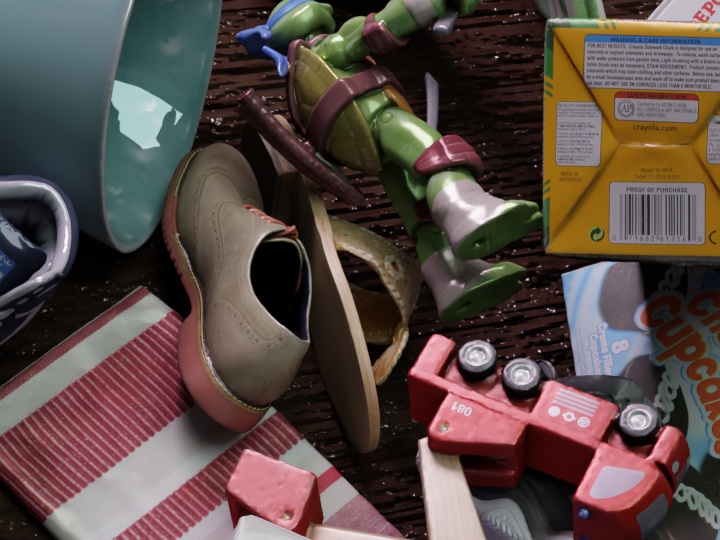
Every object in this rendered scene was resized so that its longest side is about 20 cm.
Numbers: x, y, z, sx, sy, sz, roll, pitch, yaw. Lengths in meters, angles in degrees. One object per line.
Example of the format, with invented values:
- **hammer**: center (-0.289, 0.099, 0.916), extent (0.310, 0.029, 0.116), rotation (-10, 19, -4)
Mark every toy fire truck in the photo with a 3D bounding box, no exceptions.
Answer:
- **toy fire truck**: center (0.049, 0.108, 1.394), extent (0.200, 0.049, 0.141), rotation (22, 61, 18)

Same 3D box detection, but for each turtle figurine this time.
- **turtle figurine**: center (0.049, -0.085, 1.496), extent (0.200, 0.144, 0.194), rotation (0, 52, -46)

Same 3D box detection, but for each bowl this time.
- **bowl**: center (-0.150, -0.118, 1.476), extent (0.105, 0.201, 0.201), rotation (13, 50, 9)

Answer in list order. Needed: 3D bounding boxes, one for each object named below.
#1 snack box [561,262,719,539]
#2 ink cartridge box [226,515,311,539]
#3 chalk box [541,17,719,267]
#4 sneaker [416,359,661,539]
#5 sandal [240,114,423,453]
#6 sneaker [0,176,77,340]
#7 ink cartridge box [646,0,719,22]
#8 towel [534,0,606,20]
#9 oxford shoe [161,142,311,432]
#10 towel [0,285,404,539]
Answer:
- **snack box**: center (0.180, 0.075, 1.523), extent (0.116, 0.037, 0.200), rotation (-18, 54, 16)
- **ink cartridge box**: center (-0.007, 0.232, 1.293), extent (0.200, 0.145, 0.147), rotation (25, 62, -6)
- **chalk box**: center (0.185, -0.071, 1.482), extent (0.125, 0.124, 0.200), rotation (3, 6, 21)
- **sneaker**: center (0.131, 0.123, 1.446), extent (0.114, 0.076, 0.200), rotation (-43, 61, -16)
- **sandal**: center (0.001, -0.003, 1.515), extent (0.070, 0.078, 0.212), rotation (-12, 57, -18)
- **sneaker**: center (-0.212, 0.032, 1.358), extent (0.070, 0.109, 0.200), rotation (40, 59, -2)
- **ink cartridge box**: center (0.238, -0.070, 1.663), extent (0.200, 0.084, 0.145), rotation (38, 51, 5)
- **towel**: center (0.106, -0.188, 1.605), extent (0.023, 0.153, 0.200), rotation (-19, 23, -1)
- **oxford shoe**: center (-0.055, -0.005, 1.475), extent (0.070, 0.075, 0.200), rotation (29, 32, -34)
- **towel**: center (-0.093, 0.113, 1.432), extent (0.200, 0.023, 0.144), rotation (44, 54, 12)
